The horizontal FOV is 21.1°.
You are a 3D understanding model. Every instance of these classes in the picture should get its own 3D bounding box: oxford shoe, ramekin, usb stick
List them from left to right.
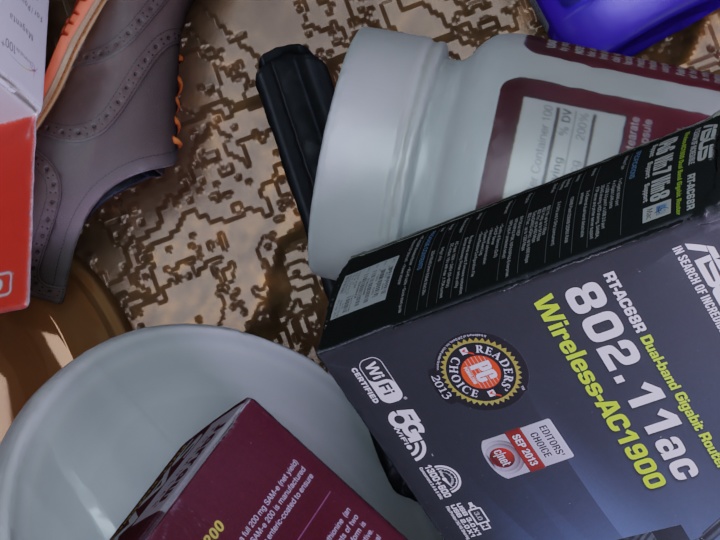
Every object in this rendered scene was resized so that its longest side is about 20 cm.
[{"bbox_3d":[-0.099,-0.078,0.818,0.072,0.071,0.200,34,82,-4],"label":"oxford shoe"},{"bbox_3d":[-0.068,0.128,0.746,0.094,0.202,0.203,-38,83,44],"label":"ramekin"},{"bbox_3d":[0.000,0.000,0.788,0.033,0.055,0.200,-23,67,8],"label":"usb stick"}]

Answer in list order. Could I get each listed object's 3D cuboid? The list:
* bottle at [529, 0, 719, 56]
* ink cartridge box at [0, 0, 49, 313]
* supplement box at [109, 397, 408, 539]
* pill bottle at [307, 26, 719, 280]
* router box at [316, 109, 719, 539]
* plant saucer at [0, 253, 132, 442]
[{"bbox_3d":[0.079,-0.186,0.817,0.083,0.065,0.200,-28,84,0],"label":"bottle"},{"bbox_3d":[-0.223,-0.053,0.781,0.200,0.044,0.174,-12,61,19],"label":"ink cartridge box"},{"bbox_3d":[-0.005,0.153,0.666,0.200,0.061,0.109,44,51,-8],"label":"supplement box"},{"bbox_3d":[0.087,-0.024,0.716,0.200,0.114,0.114,13,86,6],"label":"pill bottle"},{"bbox_3d":[0.101,0.061,0.662,0.150,0.062,0.200,-22,117,26],"label":"router box"},{"bbox_3d":[-0.190,0.067,0.828,0.200,0.037,0.201,0,86,4],"label":"plant saucer"}]
